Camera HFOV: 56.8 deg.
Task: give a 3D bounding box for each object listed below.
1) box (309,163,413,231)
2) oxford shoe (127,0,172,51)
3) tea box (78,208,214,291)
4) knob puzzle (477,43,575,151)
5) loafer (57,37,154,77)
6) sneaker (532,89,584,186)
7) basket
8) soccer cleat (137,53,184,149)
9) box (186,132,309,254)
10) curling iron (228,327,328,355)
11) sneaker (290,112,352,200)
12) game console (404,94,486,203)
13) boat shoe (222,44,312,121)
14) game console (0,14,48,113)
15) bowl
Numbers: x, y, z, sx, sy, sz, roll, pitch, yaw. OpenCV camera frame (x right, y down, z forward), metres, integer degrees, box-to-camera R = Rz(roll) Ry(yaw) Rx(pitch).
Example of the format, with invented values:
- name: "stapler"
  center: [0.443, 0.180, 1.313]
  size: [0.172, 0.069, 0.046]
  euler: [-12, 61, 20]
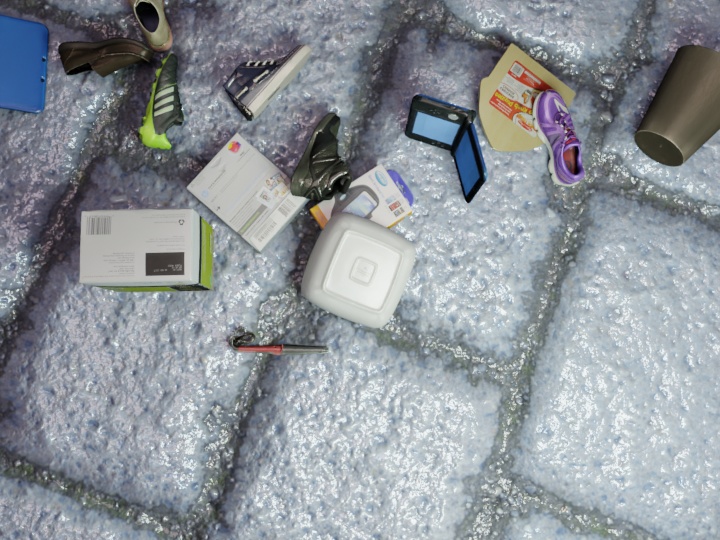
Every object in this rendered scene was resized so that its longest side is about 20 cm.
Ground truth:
- name: "box"
  center: [0.011, -0.126, 1.355]
  size: [0.199, 0.041, 0.119]
  euler: [-34, 84, -3]
- name: "oxford shoe"
  center: [-0.448, -0.562, 1.391]
  size: [0.070, 0.074, 0.201]
  euler: [-26, 83, -5]
- name: "tea box"
  center: [-0.392, -0.032, 1.252]
  size: [0.199, 0.197, 0.135]
  euler: [-1, 82, -2]
- name: "knob puzzle"
  center: [0.326, -0.336, 1.391]
  size: [0.218, 0.030, 0.221]
  euler: [-1, 93, -10]
- name: "loafer"
  center: [-0.523, -0.432, 1.378]
  size: [0.199, 0.073, 0.072]
  euler: [-2, 87, 7]
- name: "sneaker"
  center: [0.415, -0.273, 1.351]
  size: [0.080, 0.083, 0.201]
  euler: [-20, 92, -8]
- name: "basket"
  center: [0.665, -0.323, 1.355]
  size: [0.180, 0.136, 0.200]
  euler: [37, 86, 8]
- name: "soccer cleat"
  center: [-0.397, -0.345, 1.372]
  size: [0.081, 0.067, 0.201]
  euler: [16, 82, -17]
- name: "box"
  center: [-0.226, -0.156, 1.354]
  size: [0.200, 0.041, 0.156]
  euler: [40, 82, 3]
- name: "curling iron"
  center: [-0.161, 0.147, 1.317]
  size: [0.199, 0.026, 0.050]
  euler: [8, 85, 0]
- name: "sneaker"
  center: [-0.056, -0.222, 1.334]
  size: [0.114, 0.076, 0.200]
  euler: [17, 63, 6]
- name: "game console"
  center: [0.160, -0.229, 1.284]
  size: [0.170, 0.200, 0.119]
  euler: [18, 81, 2]
- name: "boat shoe"
  center: [-0.195, -0.411, 1.373]
  size: [0.093, 0.075, 0.200]
  euler: [42, 84, -3]
- name: "game console"
  center: [-0.760, -0.422, 1.393]
  size: [0.170, 0.118, 0.201]
  euler: [-5, 80, 30]
- name: "bowl"
  center: [0.000, 0.000, 1.293]
  size: [0.199, 0.075, 0.201]
  euler: [23, 89, -8]
